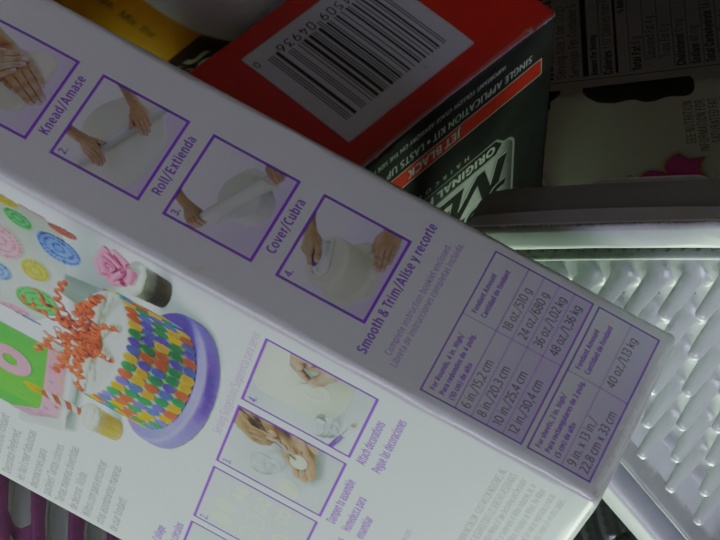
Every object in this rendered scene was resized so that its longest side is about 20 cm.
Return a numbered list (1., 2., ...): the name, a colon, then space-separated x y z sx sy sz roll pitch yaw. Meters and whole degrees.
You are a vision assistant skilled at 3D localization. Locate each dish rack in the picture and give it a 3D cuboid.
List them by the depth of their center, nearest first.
1. dish rack: 0.121 0.044 0.748 0.200 0.044 0.172 48 155 -25

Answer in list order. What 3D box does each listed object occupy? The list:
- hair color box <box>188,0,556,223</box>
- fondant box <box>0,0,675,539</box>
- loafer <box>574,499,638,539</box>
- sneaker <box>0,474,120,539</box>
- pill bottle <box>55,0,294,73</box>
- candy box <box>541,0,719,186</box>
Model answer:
1. hair color box: 0.000 0.000 0.824 0.061 0.101 0.200 39 154 24
2. fondant box: -0.035 0.023 0.725 0.200 0.058 0.144 28 147 2
3. loafer: 0.133 0.049 0.874 0.200 0.075 0.070 -21 164 20
4. sneaker: -0.090 0.126 1.026 0.200 0.081 0.088 29 135 -24
5. pill bottle: -0.089 -0.087 0.798 0.200 0.109 0.109 -35 123 30
6. candy box: 0.141 -0.031 0.874 0.200 0.061 0.136 -6 133 9
